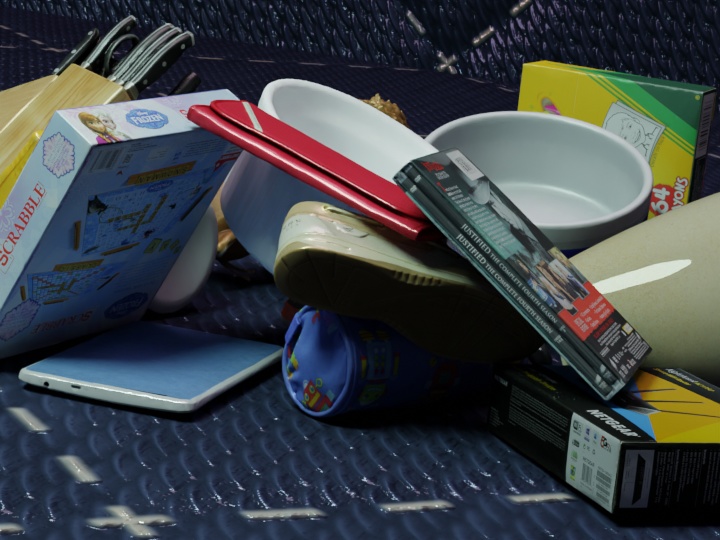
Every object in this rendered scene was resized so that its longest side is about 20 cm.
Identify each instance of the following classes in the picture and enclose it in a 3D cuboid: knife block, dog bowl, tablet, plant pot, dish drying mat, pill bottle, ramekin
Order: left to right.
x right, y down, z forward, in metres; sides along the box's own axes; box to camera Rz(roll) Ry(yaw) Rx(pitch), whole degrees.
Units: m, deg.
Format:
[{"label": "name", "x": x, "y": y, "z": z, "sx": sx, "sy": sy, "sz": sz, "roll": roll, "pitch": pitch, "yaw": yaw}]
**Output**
[{"label": "pill bottle", "x": -0.221, "y": -0.036, "z": 1.742, "sx": 0.199, "sy": 0.107, "sz": 0.106, "roll": 14, "pitch": 14, "yaw": 35}, {"label": "knife block", "x": -0.206, "y": -0.108, "z": 1.679, "sx": 0.175, "sy": 0.064, "sz": 0.201, "roll": -16, "pitch": 44, "yaw": 13}, {"label": "tablet", "x": -0.142, "y": 0.067, "z": 1.519, "sx": 0.130, "sy": 0.014, "sz": 0.200, "roll": 10, "pitch": 11, "yaw": 16}, {"label": "dish drying mat", "x": -0.022, "y": -0.070, "z": 1.465, "sx": 0.200, "sy": 0.018, "sz": 0.077, "roll": 29, "pitch": 16, "yaw": 26}, {"label": "ramekin", "x": -0.009, "y": -0.048, "z": 1.615, "sx": 0.200, "sy": 0.098, "sz": 0.201, "roll": 29, "pitch": 20, "yaw": -12}, {"label": "dog bowl", "x": 0.142, "y": -0.054, "z": 1.804, "sx": 0.199, "sy": 0.079, "sz": 0.200, "roll": 3, "pitch": 31, "yaw": -2}, {"label": "plant pot", "x": 0.246, "y": 0.029, "z": 1.582, "sx": 0.199, "sy": 0.188, "sz": 0.187, "roll": -8, "pitch": 12, "yaw": -1}]

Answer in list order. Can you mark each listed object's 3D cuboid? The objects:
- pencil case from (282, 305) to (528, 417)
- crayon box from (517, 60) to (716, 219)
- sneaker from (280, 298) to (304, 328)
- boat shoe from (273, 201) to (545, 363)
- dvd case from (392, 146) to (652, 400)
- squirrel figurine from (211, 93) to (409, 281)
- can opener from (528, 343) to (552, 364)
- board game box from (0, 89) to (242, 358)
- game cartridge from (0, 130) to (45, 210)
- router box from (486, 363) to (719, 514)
[{"label": "pencil case", "x": 0.032, "y": 0.053, "z": 1.518, "sx": 0.199, "sy": 0.078, "sz": 0.087, "roll": -5, "pitch": 41, "yaw": -46}, {"label": "crayon box", "x": 0.225, "y": -0.081, "z": 1.978, "sx": 0.172, "sy": 0.201, "sz": 0.058, "roll": 11, "pitch": 13, "yaw": 21}, {"label": "sneaker", "x": 0.000, "y": 0.000, "z": 1.751, "sx": 0.077, "sy": 0.082, "sz": 0.200, "roll": 10, "pitch": 12, "yaw": 17}, {"label": "boat shoe", "x": 0.037, "y": 0.002, "z": 1.446, "sx": 0.199, "sy": 0.074, "sz": 0.069, "roll": 21, "pitch": 43, "yaw": -21}, {"label": "dvd case", "x": 0.112, "y": -0.002, "z": 1.436, "sx": 0.200, "sy": 0.022, "sz": 0.146, "roll": 47, "pitch": 15, "yaw": 4}, {"label": "squirrel figurine", "x": -0.055, "y": -0.073, "z": 1.833, "sx": 0.186, "sy": 0.142, "sz": 0.200, "roll": -6, "pitch": -25, "yaw": -22}, {"label": "can opener", "x": 0.093, "y": 0.031, "z": 1.664, "sx": 0.063, "sy": 0.079, "sz": 0.200, "roll": -38, "pitch": 33, "yaw": -7}, {"label": "board game box", "x": -0.184, "y": -0.033, "z": 1.522, "sx": 0.041, "sy": 0.200, "sz": 0.200, "roll": 43, "pitch": 26, "yaw": 19}, {"label": "game cartridge", "x": -0.225, "y": -0.037, "z": 1.567, "sx": 0.032, "sy": 0.200, "sz": 0.176, "roll": 47, "pitch": 26, "yaw": 16}, {"label": "router box", "x": 0.189, "y": 0.108, "z": 1.407, "sx": 0.148, "sy": 0.051, "sz": 0.200, "roll": 2, "pitch": 11, "yaw": -21}]
